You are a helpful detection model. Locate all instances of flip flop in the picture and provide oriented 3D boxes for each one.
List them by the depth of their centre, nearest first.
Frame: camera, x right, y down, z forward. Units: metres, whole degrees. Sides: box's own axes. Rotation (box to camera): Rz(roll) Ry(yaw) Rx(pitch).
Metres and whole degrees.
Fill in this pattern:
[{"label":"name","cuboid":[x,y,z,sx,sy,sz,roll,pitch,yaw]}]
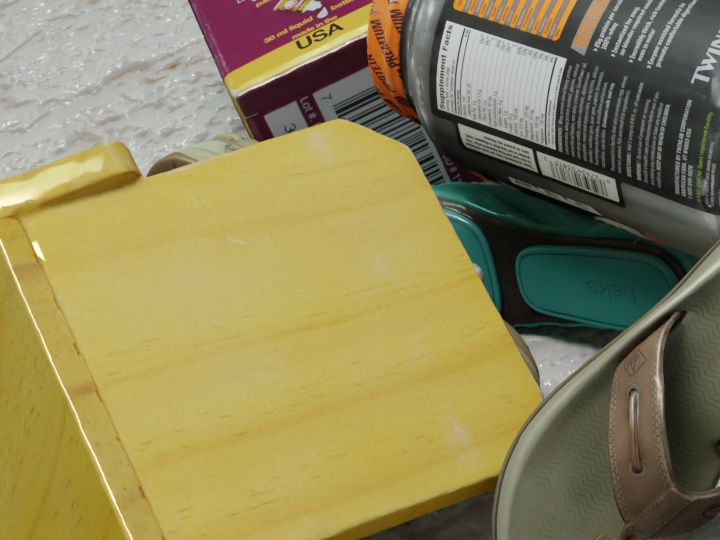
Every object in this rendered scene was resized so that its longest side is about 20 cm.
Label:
[{"label":"flip flop","cuboid":[0.124,0.056,0.870,0.200,0.081,0.058,-47,13,10]}]

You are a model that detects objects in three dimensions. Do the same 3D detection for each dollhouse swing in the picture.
[{"label":"dollhouse swing","cuboid":[-0.058,0.062,0.960,0.176,0.182,0.200,-12,62,-34]}]

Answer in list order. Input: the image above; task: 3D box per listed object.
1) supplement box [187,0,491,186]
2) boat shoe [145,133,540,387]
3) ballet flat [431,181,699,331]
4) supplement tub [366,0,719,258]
[{"label":"supplement box","cuboid":[-0.017,-0.106,1.158,0.103,0.131,0.200,-26,35,1]},{"label":"boat shoe","cuboid":[0.000,0.000,1.022,0.200,0.073,0.063,35,38,13]},{"label":"ballet flat","cuboid":[0.077,-0.009,1.049,0.200,0.067,0.070,8,28,36]},{"label":"supplement tub","cuboid":[0.107,-0.082,0.965,0.200,0.123,0.123,24,59,38]}]
